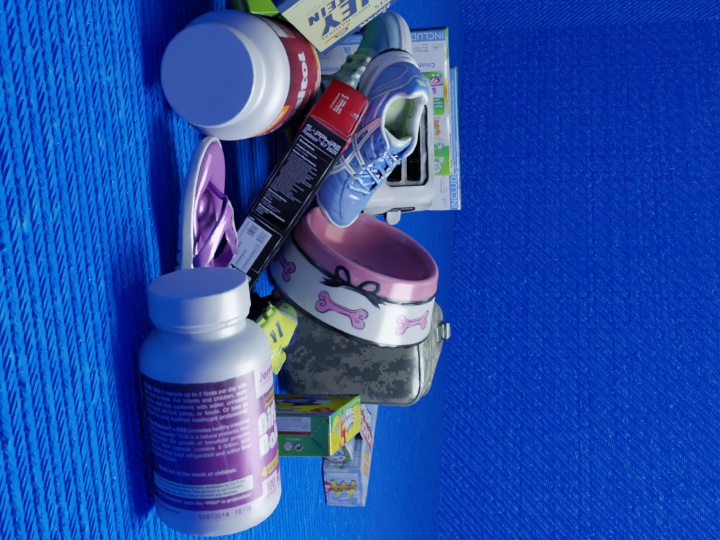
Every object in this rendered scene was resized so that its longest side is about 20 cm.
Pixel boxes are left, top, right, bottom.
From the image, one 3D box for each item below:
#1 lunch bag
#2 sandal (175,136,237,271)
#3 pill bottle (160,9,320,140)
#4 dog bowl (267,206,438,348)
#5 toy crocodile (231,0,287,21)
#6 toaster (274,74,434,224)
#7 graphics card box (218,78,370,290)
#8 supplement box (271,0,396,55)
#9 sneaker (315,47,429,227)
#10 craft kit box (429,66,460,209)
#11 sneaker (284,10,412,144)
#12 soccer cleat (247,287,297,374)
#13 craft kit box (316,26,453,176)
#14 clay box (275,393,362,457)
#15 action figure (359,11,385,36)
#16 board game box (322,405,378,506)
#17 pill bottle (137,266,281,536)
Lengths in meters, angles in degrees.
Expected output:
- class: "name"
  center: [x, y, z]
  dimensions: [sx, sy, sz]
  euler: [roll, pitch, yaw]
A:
- class: "lunch bag"
  center: [0.004, 0.088, 1.388]
  dimensions: [0.168, 0.196, 0.142]
  euler: [-16, 105, -73]
- class: "sandal"
  center: [-0.131, -0.016, 0.971]
  dimensions: [0.083, 0.049, 0.206]
  euler: [-55, 155, -73]
- class: "pill bottle"
  center: [-0.109, -0.178, 0.998]
  dimensions: [0.200, 0.111, 0.115]
  euler: [-44, 133, -75]
- class: "dog bowl"
  center: [0.000, 0.000, 1.212]
  dimensions: [0.200, 0.198, 0.075]
  euler: [-62, 176, -68]
- class: "toy crocodile"
  center: [-0.059, -0.294, 1.198]
  dimensions: [0.198, 0.062, 0.068]
  euler: [-18, 82, -38]
- class: "toaster"
  center: [-0.008, -0.156, 1.338]
  dimensions: [0.179, 0.118, 0.204]
  euler: [-5, 96, -37]
- class: "graphics card box"
  center: [-0.069, -0.086, 1.097]
  dimensions: [0.201, 0.050, 0.126]
  euler: [-55, -173, 27]
- class: "supplement box"
  center: [-0.054, -0.337, 1.006]
  dimensions: [0.201, 0.133, 0.200]
  euler: [56, 9, 7]
- class: "sneaker"
  center: [0.010, -0.130, 1.146]
  dimensions: [0.077, 0.075, 0.202]
  euler: [54, -52, 48]
- class: "craft kit box"
  center: [0.045, -0.186, 1.568]
  dimensions: [0.049, 0.194, 0.204]
  euler: [-64, 153, -74]
- class: "sneaker"
  center: [-0.020, -0.206, 1.204]
  dimensions: [0.129, 0.079, 0.203]
  euler: [17, 83, -35]
- class: "soccer cleat"
  center: [-0.101, 0.076, 1.141]
  dimensions: [0.200, 0.064, 0.085]
  euler: [-60, 132, -74]
- class: "craft kit box"
  center: [0.027, -0.228, 1.502]
  dimensions: [0.049, 0.196, 0.201]
  euler: [-61, 149, -71]
- class: "clay box"
  center: [-0.067, 0.168, 1.215]
  dimensions: [0.200, 0.113, 0.049]
  euler: [-11, 100, -80]
- class: "action figure"
  center: [-0.047, -0.364, 1.299]
  dimensions: [0.199, 0.069, 0.131]
  euler: [24, 35, -44]
- class: "board game box"
  center: [-0.020, 0.233, 1.609]
  dimensions: [0.201, 0.061, 0.203]
  euler: [72, 20, -59]
- class: "pill bottle"
  center: [-0.125, 0.105, 0.905]
  dimensions: [0.112, 0.110, 0.204]
  euler: [-60, 149, -69]
